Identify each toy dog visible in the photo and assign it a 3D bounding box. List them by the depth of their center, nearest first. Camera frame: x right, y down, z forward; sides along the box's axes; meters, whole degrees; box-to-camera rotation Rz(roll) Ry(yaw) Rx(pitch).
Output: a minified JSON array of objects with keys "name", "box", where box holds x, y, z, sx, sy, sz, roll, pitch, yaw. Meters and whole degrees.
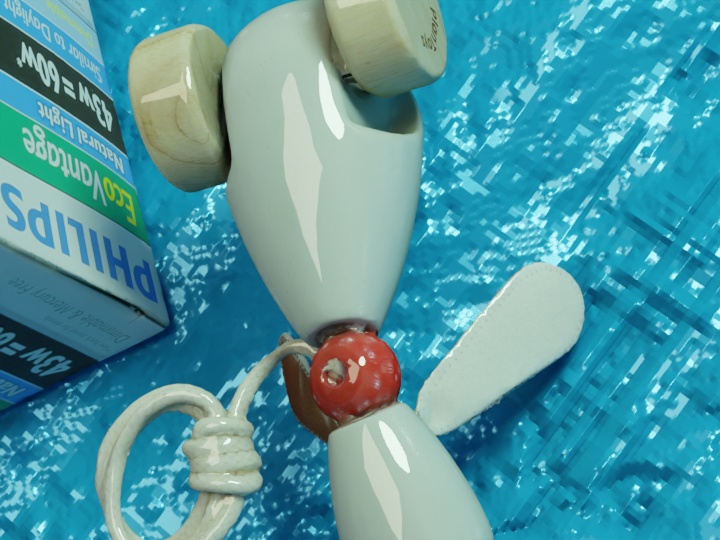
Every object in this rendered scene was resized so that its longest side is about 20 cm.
[{"name":"toy dog","box":[0.000,0.000,0.819,0.131,0.096,0.202,3,87,25]}]

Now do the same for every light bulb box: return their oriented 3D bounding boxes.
[{"name":"light bulb box","box":[-0.178,-0.069,0.856,0.124,0.198,0.201,-25,63,18]}]
